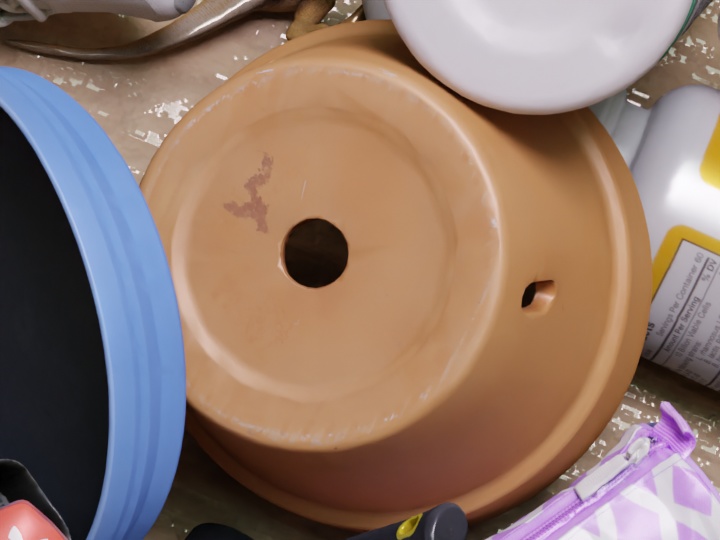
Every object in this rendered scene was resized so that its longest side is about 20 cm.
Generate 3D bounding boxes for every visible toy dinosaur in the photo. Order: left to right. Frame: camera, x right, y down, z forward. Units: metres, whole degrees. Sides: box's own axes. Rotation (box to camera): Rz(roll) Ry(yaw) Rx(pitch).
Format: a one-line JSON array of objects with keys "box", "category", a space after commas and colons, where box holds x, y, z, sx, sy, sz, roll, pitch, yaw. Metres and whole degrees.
[{"box": [-0.039, -0.125, 1.109, 0.106, 0.060, 0.200, 23, 57, 43], "category": "toy dinosaur"}]

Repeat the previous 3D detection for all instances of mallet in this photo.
[{"box": [-0.027, 0.117, 0.902, 0.041, 0.200, 0.066, 39, 66, -15], "category": "mallet"}]

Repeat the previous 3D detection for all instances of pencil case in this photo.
[{"box": [0.055, 0.134, 0.949, 0.200, 0.086, 0.084, -35, 44, -13], "category": "pencil case"}]

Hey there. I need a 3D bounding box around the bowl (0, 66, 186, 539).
[{"box": [-0.132, 0.021, 0.930, 0.039, 0.201, 0.201, -12, 65, -39], "category": "bowl"}]

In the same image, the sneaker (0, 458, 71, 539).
[{"box": [-0.148, 0.101, 0.887, 0.085, 0.200, 0.075, -43, 110, -15], "category": "sneaker"}]

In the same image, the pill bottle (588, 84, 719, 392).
[{"box": [0.156, -0.007, 1.045, 0.200, 0.113, 0.113, 24, 61, 2], "category": "pill bottle"}]

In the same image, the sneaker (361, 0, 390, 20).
[{"box": [0.084, -0.131, 1.095, 0.200, 0.075, 0.082, -25, 89, -35], "category": "sneaker"}]

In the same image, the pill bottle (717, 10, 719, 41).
[{"box": [0.240, -0.066, 0.975, 0.200, 0.114, 0.114, 41, 62, 20], "category": "pill bottle"}]

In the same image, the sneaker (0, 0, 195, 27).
[{"box": [-0.162, -0.125, 1.064, 0.200, 0.070, 0.080, 16, 74, 18], "category": "sneaker"}]

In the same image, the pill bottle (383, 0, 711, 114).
[{"box": [0.084, -0.131, 0.952, 0.113, 0.113, 0.200, 32, 22, 6], "category": "pill bottle"}]

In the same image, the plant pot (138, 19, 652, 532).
[{"box": [0.000, 0.000, 0.947, 0.200, 0.140, 0.200, -1, 87, 14], "category": "plant pot"}]
